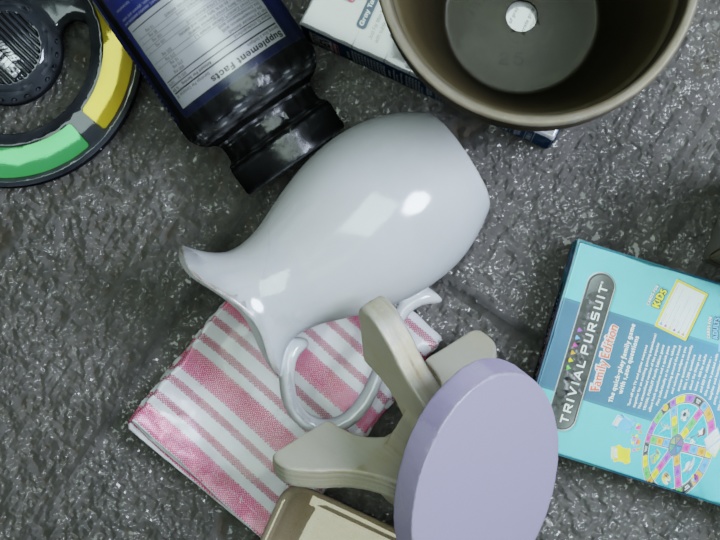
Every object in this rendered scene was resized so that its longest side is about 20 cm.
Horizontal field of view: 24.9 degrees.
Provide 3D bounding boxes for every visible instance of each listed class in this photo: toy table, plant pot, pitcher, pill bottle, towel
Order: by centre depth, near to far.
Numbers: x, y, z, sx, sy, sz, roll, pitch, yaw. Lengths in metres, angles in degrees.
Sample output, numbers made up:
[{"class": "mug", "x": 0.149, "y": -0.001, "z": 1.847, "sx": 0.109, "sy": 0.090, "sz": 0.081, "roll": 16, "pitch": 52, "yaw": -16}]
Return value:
[{"class": "plant pot", "x": 0.108, "y": -0.182, "z": 1.052, "sx": 0.198, "sy": 0.174, "sz": 0.202, "roll": 0, "pitch": 88, "yaw": 2}, {"class": "toy table", "x": 0.047, "y": 0.119, "z": 1.092, "sx": 0.183, "sy": 0.201, "sz": 0.117, "roll": -20, "pitch": 42, "yaw": -33}, {"class": "pitcher", "x": 0.000, "y": 0.000, "z": 1.130, "sx": 0.199, "sy": 0.121, "sz": 0.172, "roll": -35, "pitch": 102, "yaw": -7}, {"class": "pill bottle", "x": -0.102, "y": -0.159, "z": 1.144, "sx": 0.112, "sy": 0.112, "sz": 0.201, "roll": -35, "pitch": 96, "yaw": 1}, {"class": "towel", "x": -0.055, "y": 0.079, "z": 1.181, "sx": 0.146, "sy": 0.030, "sz": 0.200, "roll": 39, "pitch": 89, "yaw": 2}]

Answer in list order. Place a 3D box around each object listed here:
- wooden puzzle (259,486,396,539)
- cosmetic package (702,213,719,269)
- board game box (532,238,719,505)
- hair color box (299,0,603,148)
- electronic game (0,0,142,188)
[{"class": "wooden puzzle", "x": 0.000, "y": 0.273, "z": 1.168, "sx": 0.199, "sy": 0.037, "sz": 0.186, "roll": 24, "pitch": 91, "yaw": -2}, {"class": "cosmetic package", "x": 0.302, "y": -0.023, "z": 1.085, "sx": 0.103, "sy": 0.200, "sz": 0.073, "roll": 24, "pitch": 88, "yaw": 4}, {"class": "board game box", "x": 0.226, "y": 0.079, "z": 1.160, "sx": 0.199, "sy": 0.047, "sz": 0.152, "roll": 17, "pitch": 89, "yaw": 3}, {"class": "hair color box", "x": 0.067, "y": -0.175, "z": 1.170, "sx": 0.199, "sy": 0.061, "sz": 0.101, "roll": 25, "pitch": 89, "yaw": 3}, {"class": "electronic game", "x": -0.257, "y": -0.160, "z": 1.193, "sx": 0.198, "sy": 0.042, "sz": 0.202, "roll": 0, "pitch": 88, "yaw": 2}]
